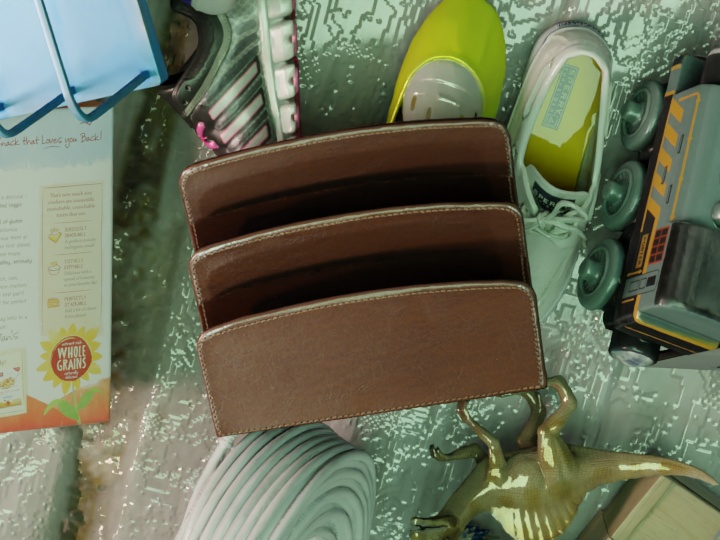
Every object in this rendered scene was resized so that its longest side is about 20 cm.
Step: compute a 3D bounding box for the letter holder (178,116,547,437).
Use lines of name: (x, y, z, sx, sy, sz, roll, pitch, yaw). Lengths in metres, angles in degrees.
letter holder: (0.000, 0.000, 1.477, 0.198, 0.101, 0.143, -9, 127, 2)

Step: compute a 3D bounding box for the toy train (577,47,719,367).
toy train: (0.198, -0.040, 1.511, 0.085, 0.114, 0.201, 22, 74, -20)

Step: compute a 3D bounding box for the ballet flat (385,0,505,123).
ballet flat: (0.040, -0.070, 1.551, 0.066, 0.067, 0.201, 21, 107, -6)

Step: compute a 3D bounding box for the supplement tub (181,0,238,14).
supplement tub: (-0.132, -0.252, 1.440, 0.199, 0.145, 0.146, 29, 106, -1)

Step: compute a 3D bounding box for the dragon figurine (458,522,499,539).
dragon figurine: (0.092, 0.209, 1.584, 0.099, 0.199, 0.059, -11, 110, -42)

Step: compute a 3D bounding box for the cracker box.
cracker box: (-0.222, -0.004, 1.536, 0.133, 0.058, 0.202, -4, 104, -29)

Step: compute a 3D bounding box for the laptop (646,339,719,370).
laptop: (0.297, 0.102, 1.532, 0.199, 0.187, 0.117, 3, 80, -22)

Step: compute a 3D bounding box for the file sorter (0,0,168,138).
file sorter: (-0.232, -0.136, 1.362, 0.199, 0.123, 0.140, -10, 105, 20)

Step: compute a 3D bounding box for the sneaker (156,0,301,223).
sneaker: (-0.080, -0.094, 1.540, 0.087, 0.074, 0.201, -2, 104, -1)

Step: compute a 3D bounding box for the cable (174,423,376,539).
cable: (-0.058, 0.190, 1.572, 0.069, 0.200, 0.201, 21, 73, 23)

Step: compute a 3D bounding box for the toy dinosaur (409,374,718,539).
toy dinosaur: (0.118, 0.121, 1.606, 0.199, 0.058, 0.102, -13, 86, -8)

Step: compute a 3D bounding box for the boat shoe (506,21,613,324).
boat shoe: (0.117, -0.047, 1.550, 0.074, 0.086, 0.203, 15, 107, -6)

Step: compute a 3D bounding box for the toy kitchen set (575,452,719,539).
toy kitchen set: (0.200, 0.266, 1.608, 0.163, 0.181, 0.200, 34, 104, -13)
